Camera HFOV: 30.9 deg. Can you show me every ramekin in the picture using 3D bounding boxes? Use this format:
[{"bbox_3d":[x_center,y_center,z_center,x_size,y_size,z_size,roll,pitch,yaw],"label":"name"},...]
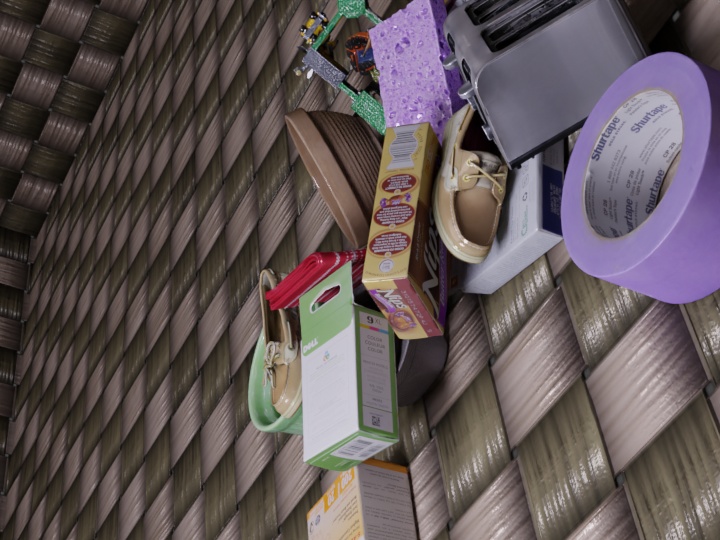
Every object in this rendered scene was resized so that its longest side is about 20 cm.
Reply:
[{"bbox_3d":[-0.060,0.121,1.687,0.200,0.097,0.201,-47,33,44],"label":"ramekin"}]

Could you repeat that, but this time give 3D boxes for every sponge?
[{"bbox_3d":[0.070,-0.206,1.513,0.111,0.030,0.202,-22,73,47],"label":"sponge"}]

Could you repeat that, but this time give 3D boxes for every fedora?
[{"bbox_3d":[0.033,0.097,1.503,0.199,0.090,0.178,-30,48,48],"label":"fedora"}]

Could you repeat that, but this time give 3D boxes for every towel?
[{"bbox_3d":[0.000,0.000,1.526,0.144,0.198,0.023,-38,65,53],"label":"towel"}]

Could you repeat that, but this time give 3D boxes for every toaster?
[{"bbox_3d":[0.187,-0.214,1.275,0.199,0.119,0.181,-30,28,9],"label":"toaster"}]

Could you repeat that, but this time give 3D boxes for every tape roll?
[{"bbox_3d":[0.265,-0.079,1.125,0.200,0.084,0.202,-47,35,46],"label":"tape roll"}]

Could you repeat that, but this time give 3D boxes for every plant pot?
[{"bbox_3d":[-0.015,-0.137,1.728,0.092,0.202,0.201,-28,27,-4],"label":"plant pot"}]

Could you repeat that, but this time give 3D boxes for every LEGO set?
[{"bbox_3d":[0.019,-0.277,1.703,0.155,0.199,0.116,-58,2,17],"label":"LEGO set"}]

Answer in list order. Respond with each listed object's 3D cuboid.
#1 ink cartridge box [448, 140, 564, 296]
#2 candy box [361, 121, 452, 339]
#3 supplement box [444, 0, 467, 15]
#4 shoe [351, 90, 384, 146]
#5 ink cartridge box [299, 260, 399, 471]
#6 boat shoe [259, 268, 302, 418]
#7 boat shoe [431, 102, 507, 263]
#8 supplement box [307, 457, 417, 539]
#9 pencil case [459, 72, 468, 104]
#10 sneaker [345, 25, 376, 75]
[{"bbox_3d":[0.153,-0.081,1.429,0.200,0.040,0.201,-39,40,52],"label":"ink cartridge box"},{"bbox_3d":[0.057,-0.043,1.393,0.056,0.117,0.202,-6,54,21],"label":"candy box"},{"bbox_3d":[0.142,-0.379,1.590,0.131,0.102,0.201,-55,28,37],"label":"supplement box"},{"bbox_3d":[0.009,-0.194,1.816,0.201,0.053,0.070,-63,25,21],"label":"shoe"},{"bbox_3d":[-0.014,0.105,1.422,0.104,0.059,0.202,-36,47,44],"label":"ink cartridge box"},{"bbox_3d":[-0.098,0.088,1.589,0.073,0.062,0.201,-49,32,40],"label":"boat shoe"},{"bbox_3d":[0.120,-0.103,1.372,0.066,0.073,0.202,129,150,-50],"label":"boat shoe"},{"bbox_3d":[0.003,0.323,1.430,0.126,0.073,0.201,-55,29,36],"label":"supplement box"},{"bbox_3d":[0.127,-0.217,1.530,0.201,0.085,0.084,-58,28,32],"label":"pencil case"},{"bbox_3d":[0.060,-0.318,1.766,0.078,0.076,0.199,-38,26,-29],"label":"sneaker"}]
